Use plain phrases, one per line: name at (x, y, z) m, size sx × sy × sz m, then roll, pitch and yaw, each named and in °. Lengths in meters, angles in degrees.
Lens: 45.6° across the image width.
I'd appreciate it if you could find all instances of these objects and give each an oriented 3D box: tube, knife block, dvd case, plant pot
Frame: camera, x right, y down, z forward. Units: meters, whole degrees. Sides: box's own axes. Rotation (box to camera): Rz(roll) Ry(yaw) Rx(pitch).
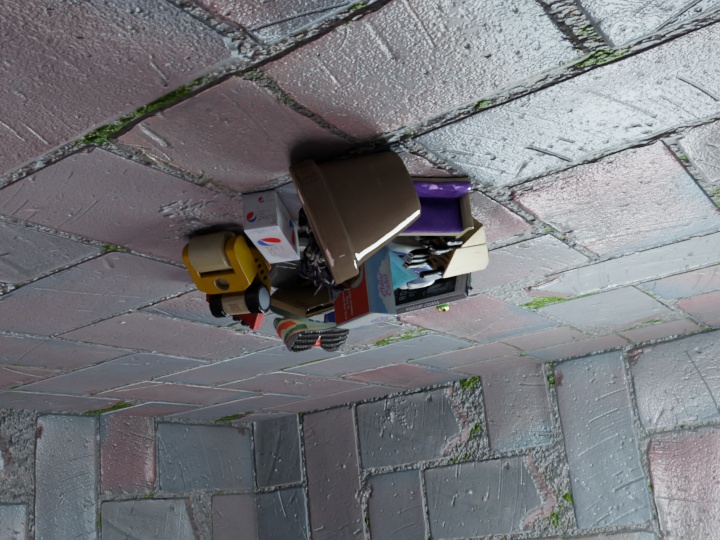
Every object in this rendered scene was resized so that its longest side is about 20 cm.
tube at (0.053, 0.012, 1.720) m, size 0.077 × 0.051 × 0.200 m, roll 36°, pitch 157°, yaw -6°
knife block at (0.165, -0.024, 1.670) m, size 0.175 × 0.064 × 0.201 m, roll -42°, pitch 150°, yaw -12°
dvd case at (0.152, 0.026, 1.908) m, size 0.196 × 0.152 × 0.025 m, roll -14°, pitch 127°, yaw 24°
plant pot at (-0.002, -0.107, 1.366) m, size 0.172 × 0.203 × 0.201 m, roll -25°, pitch 164°, yaw -3°

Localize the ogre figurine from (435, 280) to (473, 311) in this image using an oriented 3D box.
ogre figurine at (0.176, 0.035, 1.991) m, size 0.196 × 0.100 × 0.120 m, roll 13°, pitch -167°, yaw -16°

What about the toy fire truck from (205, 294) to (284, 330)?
toy fire truck at (-0.238, 0.078, 1.949) m, size 0.197 × 0.050 × 0.140 m, roll 28°, pitch -156°, yaw 19°

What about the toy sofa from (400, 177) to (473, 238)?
toy sofa at (0.104, -0.110, 1.523) m, size 0.195 × 0.085 × 0.098 m, roll 0°, pitch 164°, yaw -19°

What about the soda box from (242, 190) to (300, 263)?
soda box at (-0.160, -0.076, 1.562) m, size 0.062 × 0.070 × 0.200 m, roll -8°, pitch 163°, yaw 5°

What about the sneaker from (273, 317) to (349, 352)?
sneaker at (-0.109, 0.127, 1.888) m, size 0.197 × 0.093 × 0.071 m, roll 1°, pitch 123°, yaw -49°

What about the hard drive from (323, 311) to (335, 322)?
hard drive at (-0.015, 0.059, 1.949) m, size 0.025 × 0.135 × 0.198 m, roll 18°, pitch 152°, yaw -34°

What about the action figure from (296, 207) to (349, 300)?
action figure at (-0.062, -0.035, 1.590) m, size 0.117 × 0.103 × 0.202 m, roll 26°, pitch 148°, yaw 22°

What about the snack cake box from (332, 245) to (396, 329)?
snack cake box at (0.000, 0.000, 1.638) m, size 0.066 × 0.205 × 0.114 m, roll 7°, pitch 160°, yaw -40°

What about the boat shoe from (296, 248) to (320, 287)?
boat shoe at (-0.080, -0.014, 1.790) m, size 0.061 × 0.075 × 0.199 m, roll 5°, pitch 160°, yaw -26°

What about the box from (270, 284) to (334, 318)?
box at (-0.084, 0.051, 1.793) m, size 0.161 × 0.022 × 0.199 m, roll -19°, pitch -166°, yaw -24°

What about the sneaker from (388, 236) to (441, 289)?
sneaker at (0.094, -0.014, 1.748) m, size 0.197 × 0.081 × 0.148 m, roll 0°, pitch 130°, yaw -37°

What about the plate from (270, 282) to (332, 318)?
plate at (-0.113, 0.049, 1.914) m, size 0.195 × 0.026 × 0.201 m, roll -6°, pitch -156°, yaw 3°

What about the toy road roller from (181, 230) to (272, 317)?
toy road roller at (-0.249, -0.011, 1.700) m, size 0.120 × 0.147 × 0.202 m, roll -7°, pitch 128°, yaw 23°

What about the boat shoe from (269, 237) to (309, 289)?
boat shoe at (-0.143, -0.024, 1.774) m, size 0.073 × 0.066 × 0.202 m, roll 11°, pitch 154°, yaw -14°
